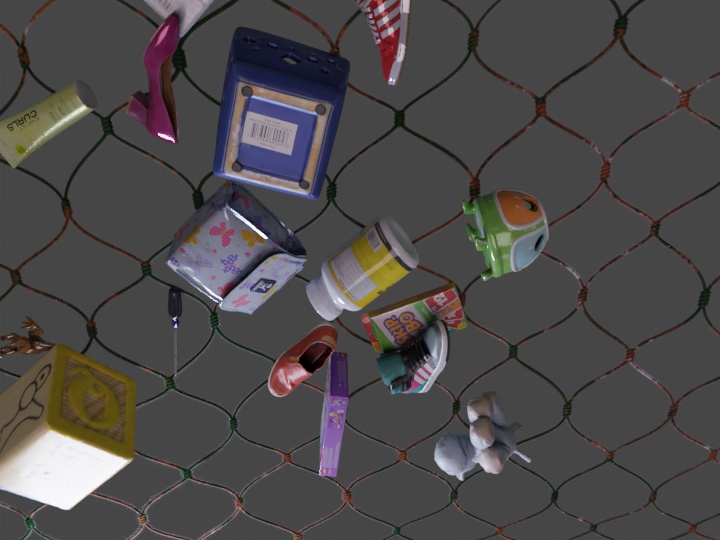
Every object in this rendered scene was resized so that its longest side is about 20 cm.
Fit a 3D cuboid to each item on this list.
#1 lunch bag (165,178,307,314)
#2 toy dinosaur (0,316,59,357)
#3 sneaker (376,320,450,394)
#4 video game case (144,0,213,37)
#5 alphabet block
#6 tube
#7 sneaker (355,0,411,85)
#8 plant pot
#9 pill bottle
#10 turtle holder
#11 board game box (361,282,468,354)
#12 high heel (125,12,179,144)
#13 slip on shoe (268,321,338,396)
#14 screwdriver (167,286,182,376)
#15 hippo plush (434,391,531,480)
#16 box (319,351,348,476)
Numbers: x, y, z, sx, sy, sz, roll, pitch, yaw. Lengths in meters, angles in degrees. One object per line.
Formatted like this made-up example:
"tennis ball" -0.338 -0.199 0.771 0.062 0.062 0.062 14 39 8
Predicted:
"lunch bag" -0.210 -0.028 1.198 0.168 0.129 0.200 -37 121 19
"toy dinosaur" -0.628 0.144 1.324 0.194 0.062 0.107 2 146 -2
"sneaker" 0.093 0.173 1.318 0.117 0.085 0.203 -4 138 -21
"video game case" -0.280 -0.486 1.000 0.181 0.023 0.200 -40 112 18
"alphabet block" -0.567 0.300 1.303 0.198 0.198 0.196 -36 133 18
"tube" -0.521 -0.240 1.112 0.196 0.052 0.059 -24 77 16
"sneaker" 0.020 -0.390 1.036 0.109 0.072 0.206 1 112 -7
"plant pot" -0.126 -0.234 1.055 0.194 0.181 0.204 13 119 -10
"pill bottle" 0.000 0.000 1.227 0.198 0.113 0.112 -37 115 17
"turtle holder" 0.260 -0.054 1.192 0.128 0.142 0.189 -16 118 6
"board game box" 0.106 0.099 1.337 0.195 0.030 0.097 -19 118 11
"high heel" -0.298 -0.295 1.069 0.095 0.068 0.201 31 121 -7
"slip on shoe" -0.117 0.185 1.354 0.074 0.062 0.200 37 113 -22
"screwdriver" -0.361 0.122 1.332 0.027 0.029 0.204 5 122 -5
"hippo plush" 0.235 0.351 1.439 0.158 0.164 0.198 -23 162 30
"box" -0.054 0.288 1.369 0.038 0.138 0.205 6 119 -5
